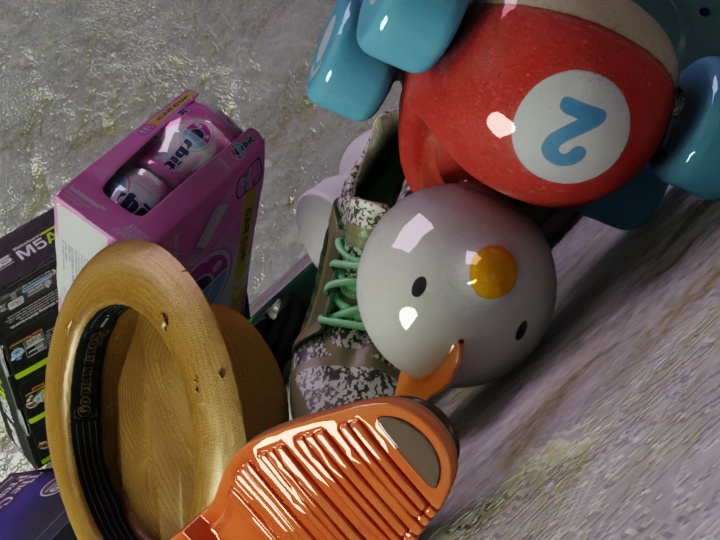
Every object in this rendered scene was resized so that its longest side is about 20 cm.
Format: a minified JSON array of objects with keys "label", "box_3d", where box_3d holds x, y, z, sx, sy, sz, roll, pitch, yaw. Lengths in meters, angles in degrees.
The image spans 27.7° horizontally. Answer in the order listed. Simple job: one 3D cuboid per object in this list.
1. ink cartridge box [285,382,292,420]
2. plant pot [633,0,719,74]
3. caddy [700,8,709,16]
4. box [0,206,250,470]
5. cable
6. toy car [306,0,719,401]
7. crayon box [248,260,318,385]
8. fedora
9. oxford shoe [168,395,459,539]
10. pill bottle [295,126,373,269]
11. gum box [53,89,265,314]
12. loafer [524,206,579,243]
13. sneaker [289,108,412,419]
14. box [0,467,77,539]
[{"label":"ink cartridge box","box_3d":[-0.017,0.065,0.909,0.200,0.039,0.099,-48,-1,42]},{"label":"plant pot","box_3d":[0.171,-0.184,0.843,0.200,0.200,0.162,-36,18,48]},{"label":"caddy","box_3d":[0.202,-0.206,1.064,0.105,0.142,0.200,-38,2,-29]},{"label":"box","box_3d":[-0.170,0.021,1.019,0.199,0.047,0.194,-34,-31,-24]},{"label":"cable","box_3d":[-0.094,0.095,0.921,0.200,0.051,0.163,-44,4,8]},{"label":"toy car","box_3d":[0.058,-0.019,0.668,0.177,0.183,0.202,156,133,-72]},{"label":"crayon box","box_3d":[-0.058,0.060,1.101,0.172,0.058,0.200,-40,-5,8]},{"label":"fedora","box_3d":[-0.094,0.082,0.777,0.081,0.202,0.200,-7,-21,-41]},{"label":"oxford shoe","box_3d":[-0.018,0.091,0.604,0.073,0.072,0.200,-39,1,-44]},{"label":"pill bottle","box_3d":[0.057,-0.064,0.992,0.199,0.109,0.109,-34,1,-26]},{"label":"gum box","box_3d":[-0.123,-0.005,0.887,0.114,0.066,0.201,-46,-18,-34]},{"label":"loafer","box_3d":[0.116,-0.069,0.933,0.200,0.071,0.073,-44,5,-24]},{"label":"sneaker","box_3d":[0.000,0.000,0.768,0.089,0.076,0.202,70,-152,-58]},{"label":"box","box_3d":[-0.237,0.217,0.966,0.140,0.079,0.200,-10,25,38]}]
